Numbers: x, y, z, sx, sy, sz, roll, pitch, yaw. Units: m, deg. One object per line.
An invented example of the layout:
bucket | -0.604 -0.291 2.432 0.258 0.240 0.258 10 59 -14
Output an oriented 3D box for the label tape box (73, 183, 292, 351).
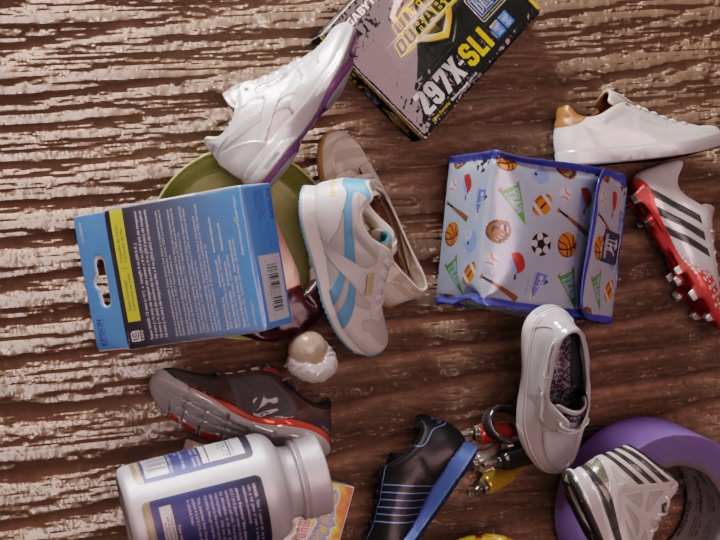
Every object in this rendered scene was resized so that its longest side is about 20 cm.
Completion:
label tape box | -0.177 -0.002 1.576 0.200 0.066 0.143 -8 93 27

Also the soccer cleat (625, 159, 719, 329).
soccer cleat | 0.370 -0.029 1.763 0.085 0.069 0.200 -32 92 -9

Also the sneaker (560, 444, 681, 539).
sneaker | 0.294 0.271 1.624 0.115 0.076 0.201 -26 103 -11

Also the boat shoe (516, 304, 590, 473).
boat shoe | 0.210 0.134 1.645 0.072 0.069 0.200 -9 117 -21

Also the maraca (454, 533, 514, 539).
maraca | 0.107 0.342 1.654 0.200 0.137 0.107 -18 120 -21

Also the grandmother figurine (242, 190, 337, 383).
grandmother figurine | -0.085 0.026 1.617 0.121 0.061 0.200 -28 93 -5

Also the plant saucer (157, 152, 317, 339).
plant saucer | -0.125 -0.028 1.652 0.200 0.031 0.200 0 89 -15

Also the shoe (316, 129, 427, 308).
shoe | 0.015 -0.058 1.666 0.070 0.053 0.200 -31 102 -42

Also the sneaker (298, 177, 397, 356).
sneaker | 0.000 0.000 1.612 0.081 0.077 0.200 -11 118 14

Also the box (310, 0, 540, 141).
box | 0.071 -0.263 1.699 0.160 0.049 0.200 45 79 -11

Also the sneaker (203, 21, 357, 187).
sneaker | -0.080 -0.181 1.612 0.100 0.075 0.200 36 83 4

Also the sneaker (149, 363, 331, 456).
sneaker | -0.121 0.133 1.641 0.200 0.077 0.082 23 56 -14

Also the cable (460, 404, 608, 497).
cable | 0.197 0.184 1.733 0.200 0.050 0.097 -9 93 -25

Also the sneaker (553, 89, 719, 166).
sneaker | 0.309 -0.161 1.745 0.200 0.073 0.085 -5 88 -16

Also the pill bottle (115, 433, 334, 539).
pill bottle | -0.132 0.224 1.558 0.200 0.111 0.111 -13 92 -12

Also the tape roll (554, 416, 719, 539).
tape roll | 0.318 0.264 1.716 0.200 0.085 0.200 -3 99 -19

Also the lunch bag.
lunch bag | 0.197 -0.033 1.693 0.200 0.124 0.170 9 87 -28

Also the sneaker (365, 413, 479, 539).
sneaker | 0.041 0.246 1.676 0.078 0.070 0.200 35 87 12

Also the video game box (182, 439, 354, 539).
video game box | -0.120 0.295 1.639 0.182 0.047 0.200 17 84 -16
